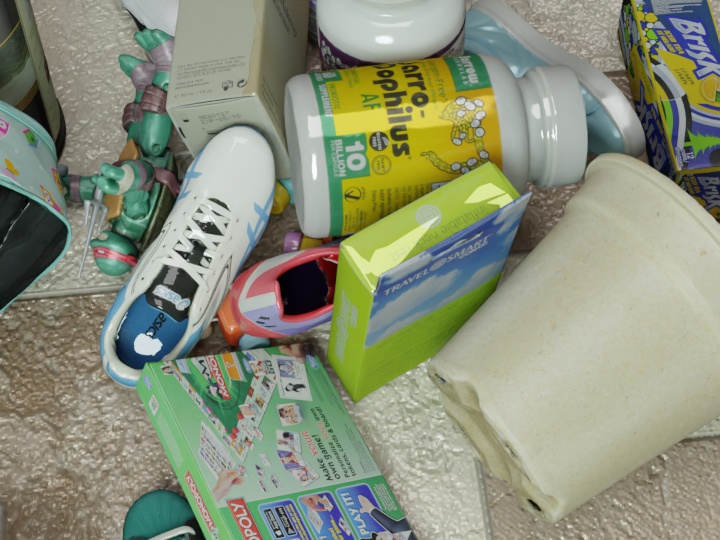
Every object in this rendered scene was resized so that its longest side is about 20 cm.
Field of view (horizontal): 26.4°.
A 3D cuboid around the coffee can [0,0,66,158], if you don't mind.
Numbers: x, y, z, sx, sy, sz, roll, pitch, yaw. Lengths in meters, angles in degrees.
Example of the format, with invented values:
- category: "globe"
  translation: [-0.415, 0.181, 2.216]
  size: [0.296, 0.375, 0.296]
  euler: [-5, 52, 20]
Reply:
- category: "coffee can"
  translation: [-0.309, -0.161, 1.143]
  size: [0.144, 0.201, 0.148]
  euler: [-1, 55, 1]

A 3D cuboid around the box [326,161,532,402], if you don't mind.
- category: "box"
  translation: [0.041, 0.007, 1.024]
  size: [0.121, 0.201, 0.048]
  euler: [-29, 69, -18]

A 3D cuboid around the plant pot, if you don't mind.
- category: "plant pot"
  translation: [0.152, 0.059, 1.011]
  size: [0.183, 0.201, 0.201]
  euler: [-38, 63, -10]

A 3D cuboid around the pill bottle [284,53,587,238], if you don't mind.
- category: "pill bottle"
  translation: [0.051, -0.090, 1.063]
  size: [0.197, 0.113, 0.114]
  euler: [-7, 56, -7]

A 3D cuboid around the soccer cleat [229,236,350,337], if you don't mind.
- category: "soccer cleat"
  translation: [0.000, 0.000, 1.083]
  size: [0.198, 0.076, 0.068]
  euler: [-18, 95, -30]

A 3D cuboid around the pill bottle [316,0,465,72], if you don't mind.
- category: "pill bottle"
  translation: [0.023, -0.169, 1.140]
  size: [0.111, 0.201, 0.113]
  euler: [-1, 51, 1]

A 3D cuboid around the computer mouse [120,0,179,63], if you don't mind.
- category: "computer mouse"
  translation: [-0.168, -0.242, 1.290]
  size: [0.109, 0.044, 0.201]
  euler: [-25, 59, -17]

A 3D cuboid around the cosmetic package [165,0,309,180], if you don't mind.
- category: "cosmetic package"
  translation: [-0.087, -0.174, 1.147]
  size: [0.072, 0.104, 0.202]
  euler: [-6, 58, 14]

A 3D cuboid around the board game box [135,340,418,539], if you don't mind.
- category: "board game box"
  translation: [-0.050, 0.138, 1.009]
  size: [0.133, 0.029, 0.201]
  euler: [-6, 51, -35]

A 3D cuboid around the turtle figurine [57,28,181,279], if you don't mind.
- category: "turtle figurine"
  translation: [-0.180, -0.072, 1.147]
  size: [0.149, 0.100, 0.202]
  euler: [-8, 60, 51]

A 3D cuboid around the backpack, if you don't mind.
- category: "backpack"
  translation: [-0.299, -0.043, 1.045]
  size: [0.199, 0.175, 0.155]
  euler: [-29, 52, 30]

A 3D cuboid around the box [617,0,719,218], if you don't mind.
- category: "box"
  translation: [0.252, -0.138, 1.198]
  size: [0.063, 0.070, 0.202]
  euler: [-5, 56, -1]

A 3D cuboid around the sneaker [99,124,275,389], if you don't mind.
- category: "sneaker"
  translation: [-0.116, -0.006, 1.064]
  size: [0.071, 0.073, 0.202]
  euler: [28, 97, -11]

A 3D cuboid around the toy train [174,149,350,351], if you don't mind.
- category: "toy train"
  translation: [-0.072, -0.039, 1.145]
  size: [0.148, 0.056, 0.202]
  euler: [-15, 58, -10]

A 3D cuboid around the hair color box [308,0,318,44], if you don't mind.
- category: "hair color box"
  translation: [0.029, -0.265, 1.291]
  size: [0.109, 0.065, 0.200]
  euler: [36, 65, 22]

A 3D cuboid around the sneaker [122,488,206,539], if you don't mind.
- category: "sneaker"
  translation: [-0.103, 0.215, 0.959]
  size: [0.071, 0.080, 0.201]
  euler: [-19, 58, -12]

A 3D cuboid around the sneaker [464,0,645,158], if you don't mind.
- category: "sneaker"
  translation: [0.133, -0.132, 1.202]
  size: [0.082, 0.074, 0.200]
  euler: [-39, 55, -14]
